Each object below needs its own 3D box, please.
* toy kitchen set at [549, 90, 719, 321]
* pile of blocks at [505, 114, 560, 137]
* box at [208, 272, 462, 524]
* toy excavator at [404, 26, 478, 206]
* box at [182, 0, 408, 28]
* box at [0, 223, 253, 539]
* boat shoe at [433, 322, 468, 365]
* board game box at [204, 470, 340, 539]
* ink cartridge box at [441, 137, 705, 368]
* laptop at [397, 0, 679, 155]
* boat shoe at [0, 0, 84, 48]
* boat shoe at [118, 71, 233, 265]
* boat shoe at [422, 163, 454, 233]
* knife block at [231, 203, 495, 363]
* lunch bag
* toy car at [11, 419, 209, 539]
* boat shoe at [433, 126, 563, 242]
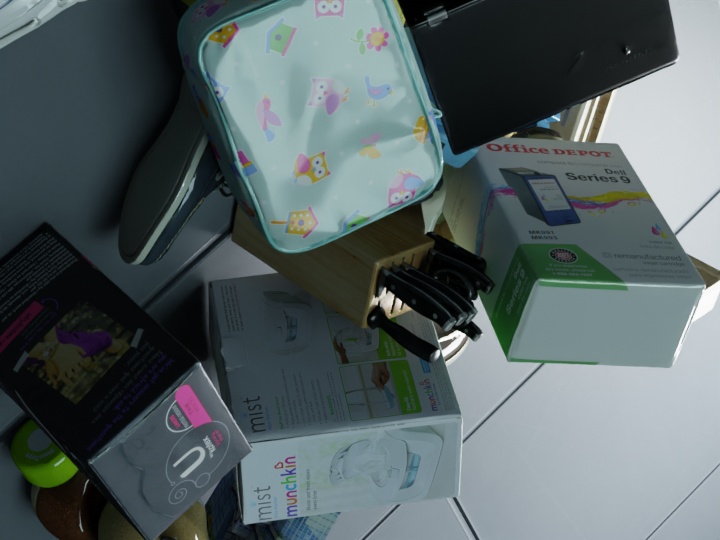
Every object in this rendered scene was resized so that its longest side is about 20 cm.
[{"bbox_3d":[0.223,-0.058,1.557,0.163,0.200,0.181,-25,137,-51],"label":"toy kitchen set"},{"bbox_3d":[0.154,-0.176,1.510,0.062,0.082,0.200,18,106,-52],"label":"pile of blocks"},{"bbox_3d":[-0.024,0.091,1.394,0.176,0.200,0.097,-8,129,-8],"label":"box"},{"bbox_3d":[0.082,-0.145,1.356,0.194,0.100,0.200,20,131,-39],"label":"toy excavator"},{"bbox_3d":[-0.034,-0.220,1.298,0.200,0.050,0.075,-8,126,-44],"label":"box"},{"bbox_3d":[-0.189,0.079,1.255,0.106,0.200,0.122,-41,143,-13],"label":"box"},{"bbox_3d":[0.024,0.058,1.578,0.200,0.072,0.060,-12,131,-34],"label":"boat shoe"},{"bbox_3d":[-0.066,0.180,1.480,0.062,0.200,0.200,24,103,-13],"label":"board game box"},{"bbox_3d":[0.164,-0.019,1.389,0.145,0.200,0.088,3,125,-18],"label":"ink cartridge box"},{"bbox_3d":[0.114,-0.221,1.274,0.187,0.200,0.116,-23,170,0],"label":"laptop"},{"bbox_3d":[-0.195,-0.206,1.130,0.200,0.074,0.065,-32,145,-10],"label":"boat shoe"},{"bbox_3d":[-0.118,-0.090,1.302,0.062,0.075,0.200,20,95,-41],"label":"boat shoe"},{"bbox_3d":[0.053,-0.083,1.482,0.075,0.062,0.200,13,114,-52],"label":"boat shoe"},{"bbox_3d":[0.000,0.000,1.357,0.200,0.176,0.064,9,119,-7],"label":"knife block"},{"bbox_3d":[-0.030,-0.121,1.241,0.160,0.077,0.200,-27,122,-10],"label":"lunch bag"},{"bbox_3d":[-0.155,0.192,1.387,0.158,0.200,0.164,-41,143,-14],"label":"toy car"},{"bbox_3d":[0.107,-0.043,1.533,0.200,0.074,0.076,-41,150,27],"label":"boat shoe"}]
